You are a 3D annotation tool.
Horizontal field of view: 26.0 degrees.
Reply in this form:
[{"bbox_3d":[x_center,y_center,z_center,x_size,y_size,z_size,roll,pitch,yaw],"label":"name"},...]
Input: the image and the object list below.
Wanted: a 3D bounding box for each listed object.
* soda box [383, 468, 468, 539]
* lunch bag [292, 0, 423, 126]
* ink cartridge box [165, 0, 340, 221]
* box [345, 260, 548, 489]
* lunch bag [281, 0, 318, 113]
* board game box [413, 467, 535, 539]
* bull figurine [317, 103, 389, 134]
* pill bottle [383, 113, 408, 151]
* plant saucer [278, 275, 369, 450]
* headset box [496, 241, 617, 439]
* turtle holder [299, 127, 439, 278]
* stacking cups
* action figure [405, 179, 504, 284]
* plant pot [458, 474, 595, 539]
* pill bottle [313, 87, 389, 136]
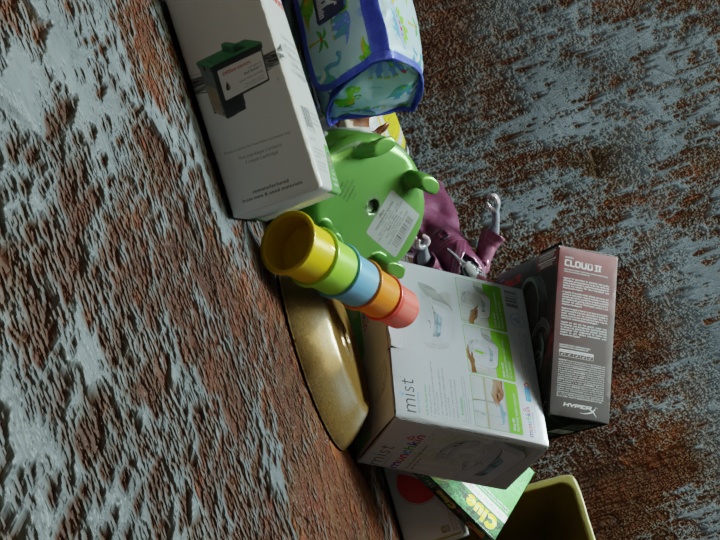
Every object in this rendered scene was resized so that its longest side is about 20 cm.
[{"bbox_3d":[0.059,0.206,1.735,0.064,0.068,0.201,52,21,-73],"label":"soda box"},{"bbox_3d":[-0.001,-0.255,1.555,0.200,0.127,0.171,116,-38,-77],"label":"lunch bag"},{"bbox_3d":[-0.090,-0.151,1.350,0.146,0.084,0.201,0,72,-84],"label":"ink cartridge box"},{"bbox_3d":[0.085,0.104,1.593,0.097,0.176,0.201,125,-31,-45],"label":"box"},{"bbox_3d":[-0.095,-0.238,1.628,0.200,0.075,0.161,-99,174,-53],"label":"lunch bag"},{"bbox_3d":[0.096,0.191,1.689,0.200,0.023,0.105,46,52,-10],"label":"board game box"},{"bbox_3d":[-0.013,-0.211,1.723,0.121,0.065,0.201,2,82,-77],"label":"bull figurine"},{"bbox_3d":[-0.013,-0.210,2.086,0.115,0.114,0.200,-102,172,-45],"label":"pill bottle"},{"bbox_3d":[-0.029,0.071,1.491,0.200,0.035,0.201,-18,90,-84],"label":"plant saucer"},{"bbox_3d":[0.203,0.071,1.660,0.149,0.077,0.201,151,-53,-65],"label":"headset box"},{"bbox_3d":[-0.031,-0.071,1.511,0.132,0.185,0.142,19,-75,48],"label":"turtle holder"},{"bbox_3d":[-0.008,0.005,1.431,0.200,0.060,0.061,28,40,-49],"label":"stacking cups"},{"bbox_3d":[0.086,-0.022,1.743,0.200,0.133,0.149,56,-33,38],"label":"action figure"},{"bbox_3d":[0.183,0.385,1.825,0.200,0.193,0.196,80,-4,-61],"label":"plant pot"},{"bbox_3d":[-0.025,-0.161,1.850,0.112,0.112,0.200,-100,170,-55],"label":"pill bottle"}]
